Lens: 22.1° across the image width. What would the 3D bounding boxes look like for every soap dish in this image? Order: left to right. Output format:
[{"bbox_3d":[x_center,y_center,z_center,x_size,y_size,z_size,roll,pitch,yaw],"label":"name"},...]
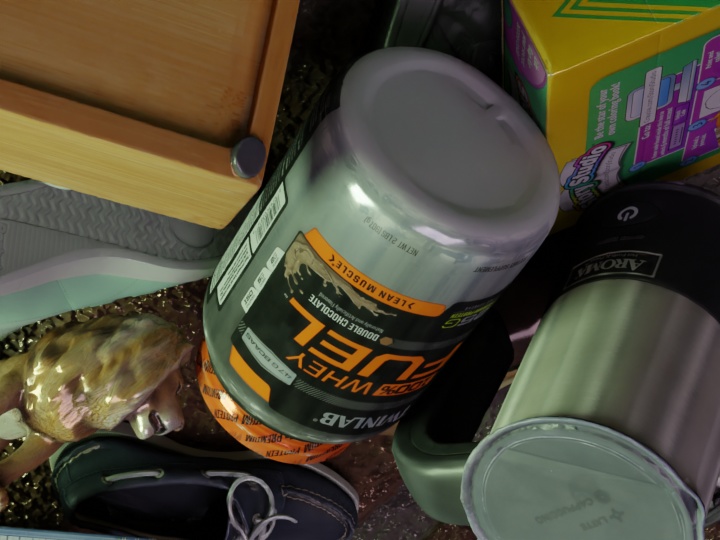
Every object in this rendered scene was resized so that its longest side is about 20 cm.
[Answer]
[{"bbox_3d":[-0.112,-0.115,0.736,0.198,0.081,0.159,15,84,-35],"label":"soap dish"}]

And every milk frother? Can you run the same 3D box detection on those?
[{"bbox_3d":[0.138,0.097,0.931,0.180,0.189,0.200,-27,111,40],"label":"milk frother"}]

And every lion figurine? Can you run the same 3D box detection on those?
[{"bbox_3d":[-0.180,0.070,0.973,0.122,0.199,0.073,-44,116,-35],"label":"lion figurine"}]

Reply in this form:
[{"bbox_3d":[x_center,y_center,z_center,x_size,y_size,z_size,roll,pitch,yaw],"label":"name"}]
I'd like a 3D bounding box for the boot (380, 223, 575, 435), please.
[{"bbox_3d":[0.030,0.011,1.011,0.165,0.073,0.200,24,121,-33],"label":"boot"}]

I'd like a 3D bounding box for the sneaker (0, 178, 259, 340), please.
[{"bbox_3d":[-0.153,-0.009,0.958,0.199,0.075,0.118,-9,165,-33],"label":"sneaker"}]

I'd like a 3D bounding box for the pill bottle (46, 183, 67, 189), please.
[{"bbox_3d":[-0.156,-0.109,0.828,0.199,0.113,0.113,27,116,-37],"label":"pill bottle"}]

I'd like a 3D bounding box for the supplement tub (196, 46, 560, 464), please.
[{"bbox_3d":[0.000,0.000,0.890,0.121,0.123,0.201,11,138,-24],"label":"supplement tub"}]

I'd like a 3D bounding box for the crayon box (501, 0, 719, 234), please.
[{"bbox_3d":[0.157,-0.106,0.905,0.171,0.059,0.200,-22,160,-3],"label":"crayon box"}]

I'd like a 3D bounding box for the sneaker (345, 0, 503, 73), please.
[{"bbox_3d":[0.055,-0.117,0.927,0.103,0.060,0.201,9,121,-19],"label":"sneaker"}]

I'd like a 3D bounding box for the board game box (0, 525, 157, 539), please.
[{"bbox_3d":[-0.235,0.171,1.014,0.198,0.062,0.200,10,167,-22],"label":"board game box"}]

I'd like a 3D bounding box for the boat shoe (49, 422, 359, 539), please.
[{"bbox_3d":[-0.086,0.139,1.083,0.198,0.062,0.075,20,119,-29],"label":"boat shoe"}]
